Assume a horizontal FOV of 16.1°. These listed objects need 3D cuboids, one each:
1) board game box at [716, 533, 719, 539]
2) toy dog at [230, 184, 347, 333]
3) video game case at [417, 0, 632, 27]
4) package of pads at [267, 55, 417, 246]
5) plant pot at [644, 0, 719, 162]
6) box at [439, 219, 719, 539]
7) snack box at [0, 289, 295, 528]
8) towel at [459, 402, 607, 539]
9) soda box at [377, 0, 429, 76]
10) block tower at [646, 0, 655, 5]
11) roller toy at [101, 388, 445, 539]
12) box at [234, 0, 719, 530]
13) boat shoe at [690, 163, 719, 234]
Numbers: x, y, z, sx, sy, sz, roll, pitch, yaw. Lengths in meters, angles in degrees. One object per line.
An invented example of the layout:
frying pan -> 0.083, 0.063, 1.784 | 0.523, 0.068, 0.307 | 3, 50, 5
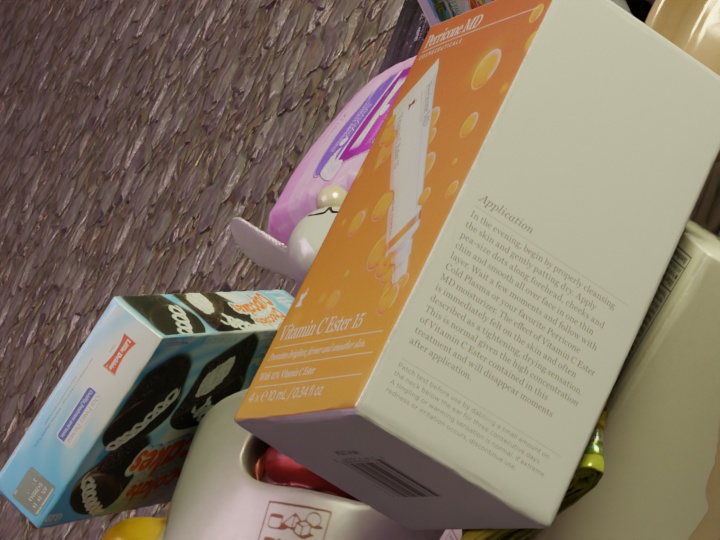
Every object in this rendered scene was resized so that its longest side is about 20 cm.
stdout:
board game box -> 0.152, 0.098, 1.133 | 0.136, 0.034, 0.200 | -65, 17, -6
toy dog -> 0.000, 0.000, 1.243 | 0.200, 0.132, 0.097 | 125, 143, -62
video game case -> 0.098, -0.117, 1.368 | 0.022, 0.200, 0.182 | -29, 6, -22
package of pads -> 0.036, -0.061, 1.355 | 0.121, 0.076, 0.200 | -57, 15, -20
plant pot -> 0.221, -0.114, 1.117 | 0.201, 0.093, 0.201 | -43, 21, 22
box -> 0.112, 0.081, 1.081 | 0.200, 0.078, 0.095 | -60, 18, 11
snack box -> -0.098, 0.067, 1.298 | 0.116, 0.037, 0.200 | -56, -18, 14
towel -> 0.086, 0.029, 1.079 | 0.086, 0.018, 0.200 | -40, 26, 41
soda box -> 0.041, -0.097, 1.663 | 0.071, 0.063, 0.200 | -26, 40, 63
block tower -> 0.115, -0.214, 1.389 | 0.054, 0.200, 0.058 | -56, -4, 22
roller toy -> -0.013, 0.153, 1.267 | 0.182, 0.200, 0.140 | -25, 41, 53
box -> 0.052, -0.004, 1.037 | 0.200, 0.097, 0.124 | -64, 19, -17
boat shoe -> 0.113, 0.019, 1.194 | 0.200, 0.065, 0.072 | -66, 17, -15
